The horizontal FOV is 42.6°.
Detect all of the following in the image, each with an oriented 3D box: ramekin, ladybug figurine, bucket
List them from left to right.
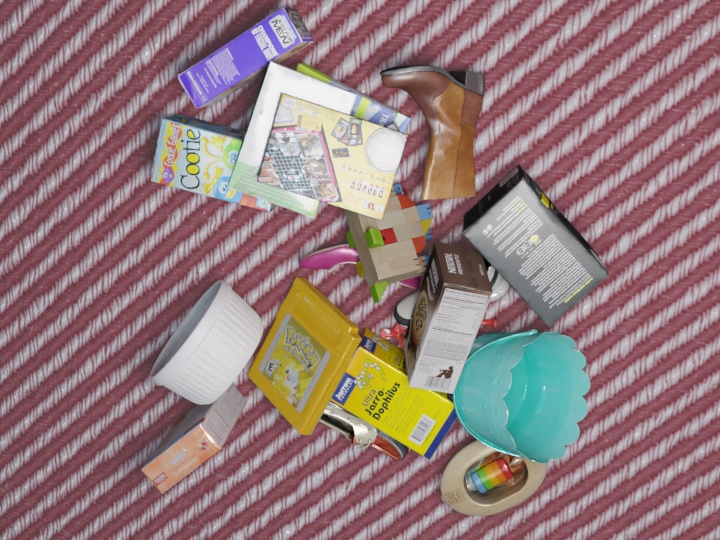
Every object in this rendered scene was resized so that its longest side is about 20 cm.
[{"bbox_3d":[-0.248,0.126,1.528,0.105,0.201,0.201,37,105,-13],"label":"ramekin"},{"bbox_3d":[0.225,0.343,1.587,0.198,0.072,0.137,-26,100,11],"label":"ladybug figurine"},{"bbox_3d":[0.252,0.193,1.472,0.205,0.134,0.211,-2,94,-37],"label":"bucket"}]

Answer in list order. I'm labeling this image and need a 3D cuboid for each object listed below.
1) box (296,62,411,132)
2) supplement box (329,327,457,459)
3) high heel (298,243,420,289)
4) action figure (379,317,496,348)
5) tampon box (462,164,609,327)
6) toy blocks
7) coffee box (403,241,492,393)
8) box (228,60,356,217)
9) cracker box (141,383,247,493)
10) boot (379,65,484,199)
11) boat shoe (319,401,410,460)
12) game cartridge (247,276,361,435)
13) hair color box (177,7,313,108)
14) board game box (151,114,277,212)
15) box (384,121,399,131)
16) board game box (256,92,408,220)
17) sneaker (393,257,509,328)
[{"bbox_3d":[-0.032,-0.235,1.491,0.198,0.048,0.123,26,106,0],"label":"box"},{"bbox_3d":[0.062,0.205,1.553,0.198,0.109,0.110,31,105,-2],"label":"supplement box"},{"bbox_3d":[0.000,0.000,1.534,0.197,0.067,0.097,-11,92,-5],"label":"high heel"},{"bbox_3d":[0.130,0.106,1.556,0.197,0.052,0.066,0,109,8],"label":"action figure"},{"bbox_3d":[0.272,-0.042,1.449,0.126,0.150,0.200,-42,96,14],"label":"tampon box"},{"bbox_3d":[0.059,-0.064,1.476,0.135,0.100,0.203,-14,78,-22],"label":"toy blocks"},{"bbox_3d":[0.130,0.074,1.429,0.079,0.114,0.202,10,123,-10],"label":"coffee box"},{"bbox_3d":[-0.105,-0.199,1.411,0.143,0.036,0.202,19,98,-11],"label":"box"},{"bbox_3d":[-0.276,0.276,1.561,0.133,0.200,0.058,-37,97,14],"label":"cracker box"},{"bbox_3d":[0.106,-0.212,1.438,0.186,0.068,0.203,0,100,-35],"label":"boot"},{"bbox_3d":[-0.006,0.270,1.588,0.199,0.063,0.071,36,141,-1],"label":"boat shoe"},{"bbox_3d":[-0.096,0.140,1.543,0.176,0.032,0.202,39,110,38],"label":"game cartridge"},{"bbox_3d":[-0.178,-0.333,1.452,0.198,0.109,0.065,-31,99,13],"label":"hair color box"},{"bbox_3d":[-0.221,-0.175,1.497,0.197,0.105,0.104,15,104,3],"label":"board game box"},{"bbox_3d":[-0.026,-0.175,1.460,0.198,0.041,0.039,-24,100,14],"label":"box"},{"bbox_3d":[-0.042,-0.169,1.382,0.197,0.035,0.137,17,99,-7],"label":"board game box"},{"bbox_3d":[0.142,0.029,1.510,0.198,0.074,0.080,-25,139,5],"label":"sneaker"}]
